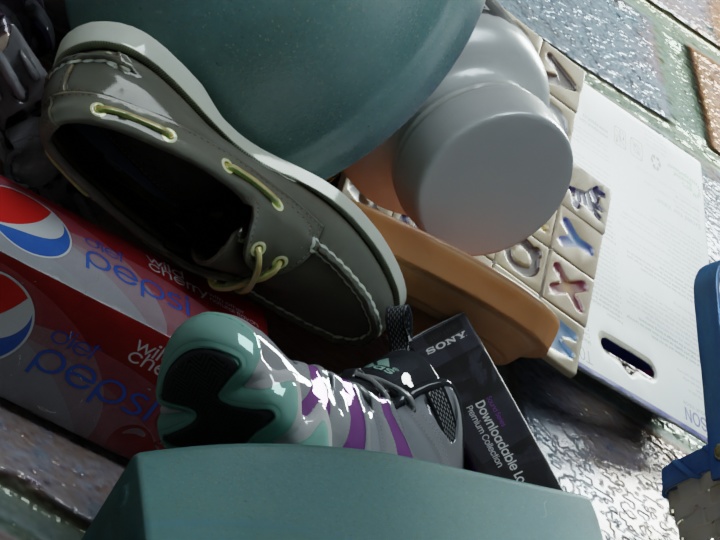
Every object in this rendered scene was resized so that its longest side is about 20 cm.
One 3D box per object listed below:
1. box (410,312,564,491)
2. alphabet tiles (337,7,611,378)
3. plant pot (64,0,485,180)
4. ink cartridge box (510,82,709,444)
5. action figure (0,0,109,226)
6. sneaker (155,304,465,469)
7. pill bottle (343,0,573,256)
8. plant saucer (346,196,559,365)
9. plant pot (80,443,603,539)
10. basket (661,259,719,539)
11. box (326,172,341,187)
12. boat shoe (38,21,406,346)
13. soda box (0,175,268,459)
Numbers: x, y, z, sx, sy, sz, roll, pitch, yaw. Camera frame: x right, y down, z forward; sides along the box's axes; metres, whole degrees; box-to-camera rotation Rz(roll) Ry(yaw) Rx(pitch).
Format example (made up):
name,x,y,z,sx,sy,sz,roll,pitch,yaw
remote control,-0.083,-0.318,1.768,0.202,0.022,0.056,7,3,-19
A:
name,x,y,z,sx,sy,sz,roll,pitch,yaw
box,0.084,0.134,1.325,0.143,0.036,0.200,70,-5,-51
alphabet tiles,0.069,-0.062,1.540,0.167,0.008,0.200,35,47,-23
plant pot,-0.059,-0.148,1.323,0.134,0.200,0.200,47,17,-40
ink cartridge box,0.131,-0.010,1.628,0.196,0.043,0.200,30,49,-42
action figure,-0.162,-0.088,1.342,0.200,0.069,0.130,-108,-176,-55
sneaker,-0.010,0.057,1.243,0.140,0.078,0.200,-62,140,-36
pill bottle,0.025,-0.096,1.407,0.111,0.111,0.200,19,25,-37
plant saucer,0.000,0.000,1.406,0.200,0.032,0.200,24,-9,4
plant pot,-0.015,0.155,1.134,0.200,0.141,0.141,20,32,-22
basket,0.243,0.104,1.527,0.176,0.139,0.200,21,62,-35
box,-0.073,-0.122,1.540,0.200,0.050,0.198,46,12,10
boat shoe,-0.062,-0.025,1.274,0.202,0.072,0.060,41,42,-23
soda box,-0.137,0.016,1.256,0.200,0.070,0.063,28,26,-24
